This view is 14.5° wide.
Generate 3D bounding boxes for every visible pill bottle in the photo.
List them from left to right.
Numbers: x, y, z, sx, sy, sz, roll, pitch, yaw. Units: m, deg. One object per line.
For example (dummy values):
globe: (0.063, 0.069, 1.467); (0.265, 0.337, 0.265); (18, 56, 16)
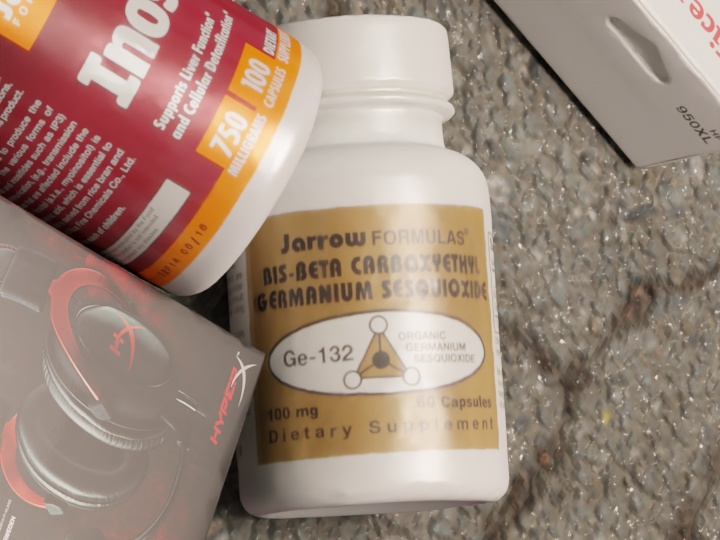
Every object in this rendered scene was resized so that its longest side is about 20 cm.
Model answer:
pill bottle: (-0.123, -0.083, 1.093); (0.199, 0.113, 0.113); (30, 64, -16)
pill bottle: (0.000, 0.000, 1.191); (0.114, 0.114, 0.201); (2, 81, -39)

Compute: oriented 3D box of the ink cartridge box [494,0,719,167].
ink cartridge box: (0.158, -0.172, 1.371); (0.145, 0.084, 0.201); (46, 56, -23)

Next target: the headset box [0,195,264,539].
headset box: (-0.150, 0.057, 1.082); (0.200, 0.075, 0.149); (33, 63, -31)
